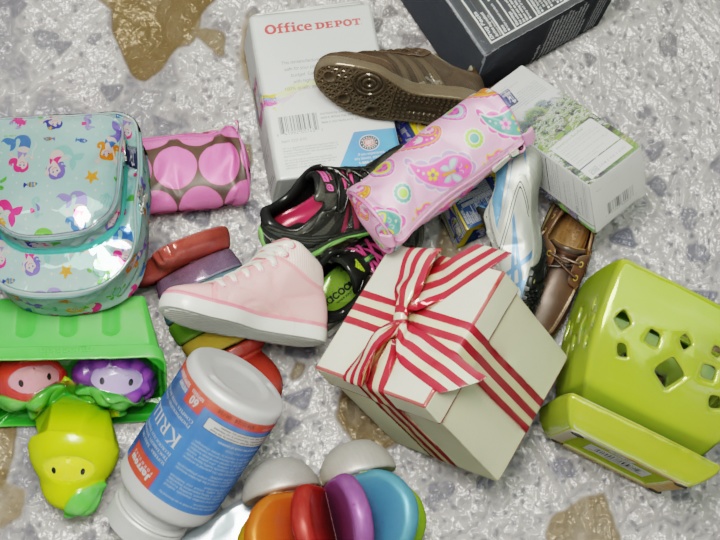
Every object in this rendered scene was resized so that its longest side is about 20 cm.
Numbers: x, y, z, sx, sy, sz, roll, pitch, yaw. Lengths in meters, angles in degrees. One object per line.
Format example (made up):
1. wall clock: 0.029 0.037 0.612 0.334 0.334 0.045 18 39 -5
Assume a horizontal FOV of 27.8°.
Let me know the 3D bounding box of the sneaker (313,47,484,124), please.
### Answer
1. sneaker: 0.043 -0.210 1.603 0.198 0.071 0.076 14 49 -16

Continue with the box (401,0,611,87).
1. box: 0.159 -0.346 1.699 0.197 0.123 0.201 -30 77 -15

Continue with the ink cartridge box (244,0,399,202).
1. ink cartridge box: -0.045 -0.191 1.648 0.143 0.085 0.202 -8 76 -11

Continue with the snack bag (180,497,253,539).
1. snack bag: -0.096 0.330 1.520 0.188 0.021 0.201 -31 76 -15

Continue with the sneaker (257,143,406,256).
1. sneaker: -0.018 -0.077 1.544 0.199 0.084 0.077 -30 58 -5

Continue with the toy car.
1. toy car: -0.025 0.259 1.462 0.198 0.150 0.176 -11 71 -11

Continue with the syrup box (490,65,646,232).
1. syrup box: 0.219 -0.138 1.624 0.079 0.082 0.200 -36 50 -15

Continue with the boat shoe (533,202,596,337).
1. boat shoe: 0.221 -0.011 1.635 0.072 0.068 0.201 23 72 1

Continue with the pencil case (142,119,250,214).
1. pencil case: -0.222 -0.110 1.604 0.198 0.091 0.095 -7 105 -9

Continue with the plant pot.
1. plant pot: 0.304 0.123 1.544 0.199 0.199 0.183 26 79 1

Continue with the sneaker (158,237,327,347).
1. sneaker: -0.116 0.013 1.477 0.199 0.075 0.106 13 75 -38

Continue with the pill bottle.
1. pill bottle: -0.173 0.187 1.470 0.112 0.112 0.201 35 106 5

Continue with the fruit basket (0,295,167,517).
1. fruit basket: -0.298 0.140 1.498 0.214 0.156 0.217 3 55 -4

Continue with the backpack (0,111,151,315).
1. backpack: -0.299 -0.060 1.471 0.176 0.151 0.202 -2 77 -1

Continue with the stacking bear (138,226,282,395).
1. stacking bear: -0.150 0.065 1.550 0.113 0.121 0.201 -23 86 -39

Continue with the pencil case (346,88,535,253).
1. pencil case: 0.083 -0.105 1.504 0.199 0.087 0.088 -36 80 -12

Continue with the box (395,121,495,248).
1. box: 0.095 -0.133 1.655 0.064 0.070 0.201 -23 77 -15

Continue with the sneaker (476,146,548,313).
1. sneaker: 0.163 -0.036 1.579 0.072 0.072 0.202 0 94 23

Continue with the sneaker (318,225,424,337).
1. sneaker: 0.000 0.000 1.595 0.200 0.088 0.074 -41 82 -16

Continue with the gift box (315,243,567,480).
1. gift box: 0.094 0.084 1.491 0.199 0.187 0.185 8 62 43
